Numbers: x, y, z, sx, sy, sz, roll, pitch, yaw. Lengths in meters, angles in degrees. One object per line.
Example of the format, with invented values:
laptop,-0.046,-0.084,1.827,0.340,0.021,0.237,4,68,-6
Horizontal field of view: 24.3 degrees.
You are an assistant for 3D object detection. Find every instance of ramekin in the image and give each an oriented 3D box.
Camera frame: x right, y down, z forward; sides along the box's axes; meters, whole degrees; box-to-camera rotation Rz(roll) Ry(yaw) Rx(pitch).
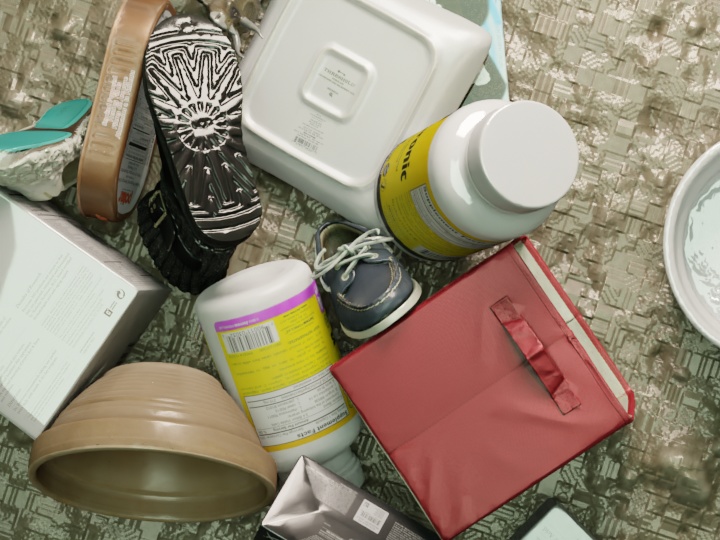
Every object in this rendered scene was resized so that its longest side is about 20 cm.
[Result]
ramekin,0.351,-0.020,1.408,0.200,0.098,0.201,0,88,4

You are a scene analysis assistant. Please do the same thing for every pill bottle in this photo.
pill bottle,0.093,-0.073,1.318,0.111,0.200,0.112,3,82,-20
pill bottle,-0.062,0.099,1.418,0.104,0.104,0.200,-18,104,3

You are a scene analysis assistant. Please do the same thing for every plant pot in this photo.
plant pot,-0.166,0.136,1.368,0.200,0.201,0.093,2,64,4

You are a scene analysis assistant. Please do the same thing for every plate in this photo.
plate,-0.017,-0.159,1.439,0.199,0.032,0.200,30,99,14

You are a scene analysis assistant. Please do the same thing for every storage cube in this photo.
storage cube,0.105,0.092,1.376,0.180,0.200,0.171,-35,87,9

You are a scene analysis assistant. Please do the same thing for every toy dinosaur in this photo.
toy dinosaur,-0.109,-0.273,1.459,0.102,0.077,0.200,36,55,-15

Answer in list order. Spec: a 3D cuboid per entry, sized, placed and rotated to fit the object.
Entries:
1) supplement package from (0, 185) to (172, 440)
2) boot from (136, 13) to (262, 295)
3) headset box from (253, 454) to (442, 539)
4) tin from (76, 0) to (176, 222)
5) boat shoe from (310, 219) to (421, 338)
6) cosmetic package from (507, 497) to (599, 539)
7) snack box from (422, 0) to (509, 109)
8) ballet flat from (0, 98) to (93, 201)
supplement package,-0.294,0.020,1.421,0.200,0.151,0.152,35,92,4
boot,-0.148,-0.094,1.418,0.079,0.158,0.212,-6,77,-17
headset box,-0.022,0.255,1.389,0.148,0.200,0.075,31,58,3
tin,-0.199,-0.140,1.437,0.042,0.112,0.200,13,90,10
boat shoe,0.000,0.000,1.376,0.075,0.200,0.062,-31,107,2
cosmetic package,0.131,0.299,1.427,0.102,0.074,0.200,43,90,4
snack box,0.071,-0.158,1.458,0.116,0.037,0.200,-5,89,5
ballet flat,-0.260,-0.094,1.404,0.072,0.200,0.072,4,108,13
